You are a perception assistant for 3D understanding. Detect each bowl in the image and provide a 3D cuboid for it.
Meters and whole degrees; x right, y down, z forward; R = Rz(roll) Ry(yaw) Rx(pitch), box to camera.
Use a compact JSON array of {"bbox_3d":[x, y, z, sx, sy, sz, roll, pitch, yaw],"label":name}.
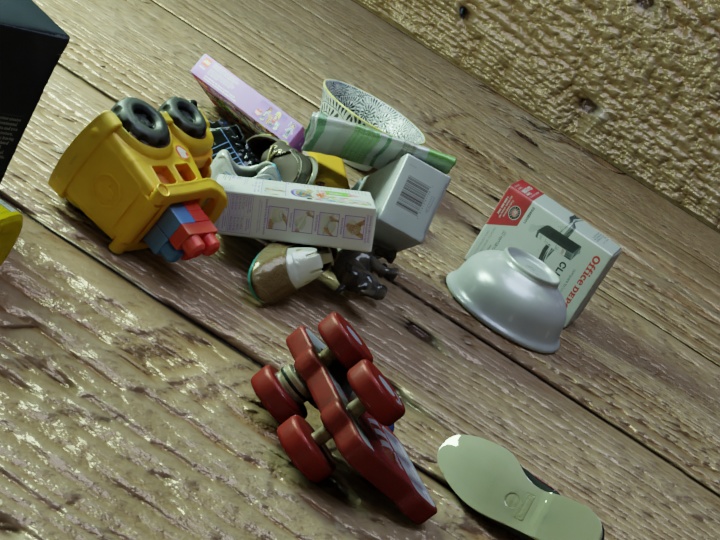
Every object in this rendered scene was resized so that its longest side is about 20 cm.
[{"bbox_3d":[0.233,0.027,2.047,0.200,0.091,0.201,28,19,-10],"label":"bowl"},{"bbox_3d":[0.002,-0.230,2.327,0.200,0.094,0.201,28,19,-11],"label":"bowl"}]

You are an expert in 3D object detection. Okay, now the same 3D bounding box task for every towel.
[{"bbox_3d":[0.021,-0.158,1.865,0.199,0.031,0.149,18,-8,-5],"label":"towel"}]

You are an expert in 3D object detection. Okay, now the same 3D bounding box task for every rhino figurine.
[{"bbox_3d":[0.000,0.000,1.785,0.087,0.060,0.200,24,16,-7],"label":"rhino figurine"}]

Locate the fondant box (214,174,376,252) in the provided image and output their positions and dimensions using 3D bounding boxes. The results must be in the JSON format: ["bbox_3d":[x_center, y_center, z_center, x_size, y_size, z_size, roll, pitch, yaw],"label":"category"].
[{"bbox_3d":[-0.084,-0.072,1.706,0.198,0.059,0.144,6,11,-4],"label":"fondant box"}]

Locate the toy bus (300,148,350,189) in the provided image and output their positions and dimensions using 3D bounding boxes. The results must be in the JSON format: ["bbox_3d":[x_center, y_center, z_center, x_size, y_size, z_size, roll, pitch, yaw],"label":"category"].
[{"bbox_3d":[-0.058,-0.111,1.954,0.065,0.079,0.200,26,19,-16],"label":"toy bus"}]

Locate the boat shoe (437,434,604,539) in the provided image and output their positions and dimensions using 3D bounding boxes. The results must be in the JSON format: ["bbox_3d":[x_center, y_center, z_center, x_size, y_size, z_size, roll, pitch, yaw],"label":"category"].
[{"bbox_3d":[0.165,0.244,1.442,0.201,0.074,0.063,30,-20,27],"label":"boat shoe"}]

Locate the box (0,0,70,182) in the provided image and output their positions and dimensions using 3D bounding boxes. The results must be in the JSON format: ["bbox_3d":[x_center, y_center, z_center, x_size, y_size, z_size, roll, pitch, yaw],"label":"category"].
[{"bbox_3d":[-0.436,-0.218,1.441,0.200,0.199,0.123,42,21,31],"label":"box"}]

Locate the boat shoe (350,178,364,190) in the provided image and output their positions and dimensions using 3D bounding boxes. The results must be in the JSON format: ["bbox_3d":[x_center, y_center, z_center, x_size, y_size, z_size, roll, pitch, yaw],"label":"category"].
[{"bbox_3d":[0.046,-0.110,2.132,0.199,0.068,0.074,8,30,-50],"label":"boat shoe"}]

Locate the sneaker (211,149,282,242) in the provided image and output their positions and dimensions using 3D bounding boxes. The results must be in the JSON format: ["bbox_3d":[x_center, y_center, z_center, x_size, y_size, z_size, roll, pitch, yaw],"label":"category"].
[{"bbox_3d":[-0.116,-0.092,1.805,0.199,0.087,0.075,27,17,-19],"label":"sneaker"}]

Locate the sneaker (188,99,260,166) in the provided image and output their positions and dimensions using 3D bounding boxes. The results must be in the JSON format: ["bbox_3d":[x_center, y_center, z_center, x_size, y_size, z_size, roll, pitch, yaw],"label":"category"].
[{"bbox_3d":[-0.175,-0.153,1.877,0.199,0.078,0.070,33,17,3],"label":"sneaker"}]

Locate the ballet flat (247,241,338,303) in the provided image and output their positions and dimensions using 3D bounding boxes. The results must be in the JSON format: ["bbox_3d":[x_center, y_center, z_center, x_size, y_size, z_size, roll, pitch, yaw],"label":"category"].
[{"bbox_3d":[-0.072,-0.007,1.667,0.200,0.072,0.068,-25,103,-73],"label":"ballet flat"}]

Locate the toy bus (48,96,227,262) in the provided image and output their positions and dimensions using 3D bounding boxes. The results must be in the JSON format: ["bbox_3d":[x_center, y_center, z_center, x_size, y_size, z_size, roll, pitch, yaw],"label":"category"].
[{"bbox_3d":[-0.219,-0.088,1.569,0.192,0.136,0.200,49,27,13],"label":"toy bus"}]

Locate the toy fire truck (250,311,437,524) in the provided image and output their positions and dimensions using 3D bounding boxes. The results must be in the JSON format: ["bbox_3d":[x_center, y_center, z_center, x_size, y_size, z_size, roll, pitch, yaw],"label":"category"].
[{"bbox_3d":[-0.007,0.148,1.368,0.168,0.112,0.200,48,6,-39],"label":"toy fire truck"}]

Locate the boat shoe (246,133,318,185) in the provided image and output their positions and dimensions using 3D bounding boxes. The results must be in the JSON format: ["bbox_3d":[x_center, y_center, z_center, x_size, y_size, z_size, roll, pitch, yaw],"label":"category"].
[{"bbox_3d":[-0.115,-0.149,1.938,0.059,0.072,0.200,31,5,-25],"label":"boat shoe"}]

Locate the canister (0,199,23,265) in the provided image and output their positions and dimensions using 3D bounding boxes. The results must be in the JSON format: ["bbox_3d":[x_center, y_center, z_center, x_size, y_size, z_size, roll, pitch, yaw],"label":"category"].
[{"bbox_3d":[-0.425,-0.068,1.258,0.199,0.087,0.149,35,19,6],"label":"canister"}]

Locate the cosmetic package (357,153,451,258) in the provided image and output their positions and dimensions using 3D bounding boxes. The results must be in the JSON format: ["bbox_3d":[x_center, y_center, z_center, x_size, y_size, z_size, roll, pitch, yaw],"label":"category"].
[{"bbox_3d":[0.042,-0.083,1.870,0.071,0.102,0.200,28,-12,-13],"label":"cosmetic package"}]

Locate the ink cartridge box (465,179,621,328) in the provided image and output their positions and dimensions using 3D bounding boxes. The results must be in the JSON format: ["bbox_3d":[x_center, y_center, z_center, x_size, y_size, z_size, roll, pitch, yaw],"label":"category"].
[{"bbox_3d":[0.290,-0.027,2.187,0.199,0.145,0.084,35,20,11],"label":"ink cartridge box"}]

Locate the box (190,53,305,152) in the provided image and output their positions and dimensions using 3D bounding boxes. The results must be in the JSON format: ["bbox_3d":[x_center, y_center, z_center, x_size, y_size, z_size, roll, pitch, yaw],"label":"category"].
[{"bbox_3d":[-0.158,-0.236,2.096,0.200,0.039,0.137,38,-6,17],"label":"box"}]
